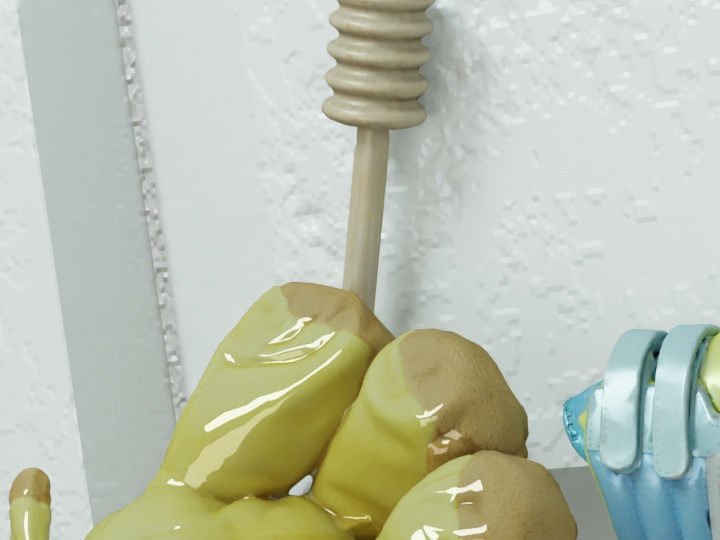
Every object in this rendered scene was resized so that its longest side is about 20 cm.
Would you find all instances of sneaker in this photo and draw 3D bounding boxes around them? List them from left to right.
[{"bbox_3d":[0.131,0.020,0.807,0.130,0.079,0.202,16,103,25],"label":"sneaker"}]

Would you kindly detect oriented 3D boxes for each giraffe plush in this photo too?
[{"bbox_3d":[-0.012,0.129,0.865,0.199,0.162,0.173,-30,44,3],"label":"giraffe plush"}]

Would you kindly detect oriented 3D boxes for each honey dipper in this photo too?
[{"bbox_3d":[0.000,0.000,0.911,0.038,0.038,0.202,12,106,27],"label":"honey dipper"}]
